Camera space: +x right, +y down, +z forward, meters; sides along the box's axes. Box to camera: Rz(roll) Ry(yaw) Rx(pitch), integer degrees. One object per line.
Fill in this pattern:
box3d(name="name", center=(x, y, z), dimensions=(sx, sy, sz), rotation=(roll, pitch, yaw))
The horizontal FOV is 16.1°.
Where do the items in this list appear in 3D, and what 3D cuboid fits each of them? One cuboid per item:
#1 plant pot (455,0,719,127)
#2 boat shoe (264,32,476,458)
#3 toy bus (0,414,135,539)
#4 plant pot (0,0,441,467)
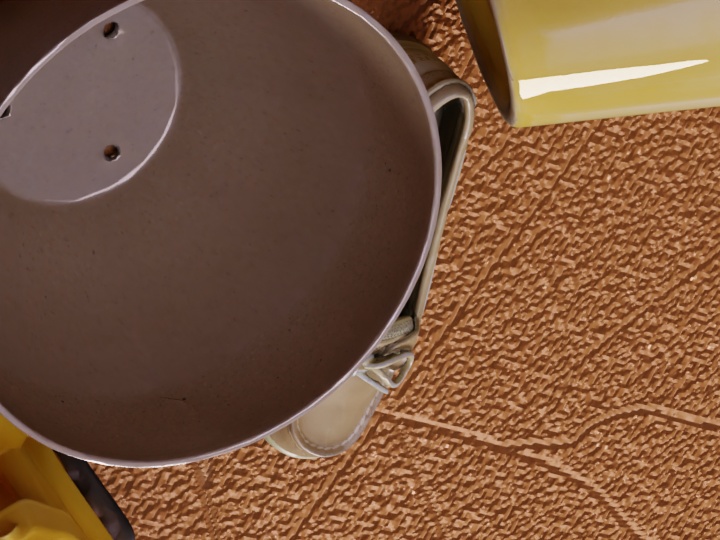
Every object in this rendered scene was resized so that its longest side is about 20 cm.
box3d(name="plant pot", center=(0.131, -0.146, 1.034), dimensions=(0.189, 0.201, 0.201), rotation=(-18, 125, -2))
box3d(name="boat shoe", center=(0.002, -0.001, 1.108), dimensions=(0.073, 0.063, 0.201), rotation=(6, 113, -33))
box3d(name="toy bus", center=(-0.156, 0.126, 1.005), dimensions=(0.136, 0.192, 0.200), rotation=(-35, 127, -7))
box3d(name="plant pot", center=(-0.087, -0.043, 0.986), dimensions=(0.200, 0.134, 0.200), rotation=(-14, 122, -23))
